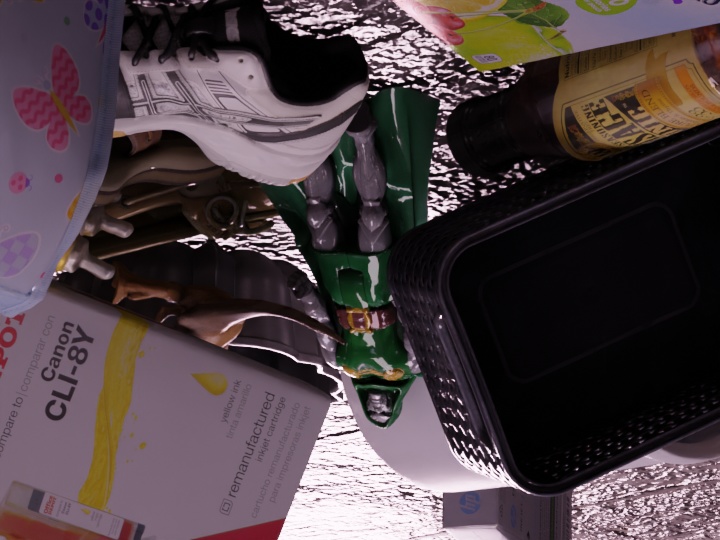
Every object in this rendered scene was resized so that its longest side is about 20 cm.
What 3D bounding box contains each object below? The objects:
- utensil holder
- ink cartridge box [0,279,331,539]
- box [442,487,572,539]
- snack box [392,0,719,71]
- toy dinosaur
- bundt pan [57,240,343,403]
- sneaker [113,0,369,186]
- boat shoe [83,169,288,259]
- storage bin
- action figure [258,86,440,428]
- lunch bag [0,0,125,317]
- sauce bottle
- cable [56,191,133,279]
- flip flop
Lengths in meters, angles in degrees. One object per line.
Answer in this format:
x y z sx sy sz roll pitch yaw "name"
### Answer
0.110 0.036 1.509 0.169 0.171 0.200 17 159 -37 "utensil holder"
-0.137 0.092 1.375 0.199 0.146 0.083 22 179 -22 "ink cartridge box"
0.100 0.119 1.761 0.041 0.157 0.200 -4 161 16 "box"
0.097 -0.157 1.098 0.199 0.068 0.168 -11 156 29 "snack box"
-0.086 0.026 1.488 0.106 0.061 0.200 4 169 -16 "toy dinosaur"
-0.108 0.036 1.669 0.201 0.076 0.202 2 161 1 "bundt pan"
-0.087 -0.108 1.287 0.199 0.076 0.088 12 142 -31 "sneaker"
-0.106 -0.034 1.485 0.200 0.063 0.073 -4 160 18 "boat shoe"
0.130 0.013 1.333 0.199 0.136 0.094 -24 -171 -14 "storage bin"
0.000 0.000 1.429 0.118 0.055 0.201 3 126 23 "action figure"
-0.196 -0.095 1.111 0.169 0.201 0.127 19 155 -41 "lunch bag"
0.123 -0.088 1.299 0.066 0.066 0.200 16 157 -35 "sauce bottle"
-0.211 -0.051 1.329 0.199 0.097 0.050 22 120 -16 "cable"
-0.128 -0.075 1.344 0.081 0.058 0.200 29 -161 26 "flip flop"
